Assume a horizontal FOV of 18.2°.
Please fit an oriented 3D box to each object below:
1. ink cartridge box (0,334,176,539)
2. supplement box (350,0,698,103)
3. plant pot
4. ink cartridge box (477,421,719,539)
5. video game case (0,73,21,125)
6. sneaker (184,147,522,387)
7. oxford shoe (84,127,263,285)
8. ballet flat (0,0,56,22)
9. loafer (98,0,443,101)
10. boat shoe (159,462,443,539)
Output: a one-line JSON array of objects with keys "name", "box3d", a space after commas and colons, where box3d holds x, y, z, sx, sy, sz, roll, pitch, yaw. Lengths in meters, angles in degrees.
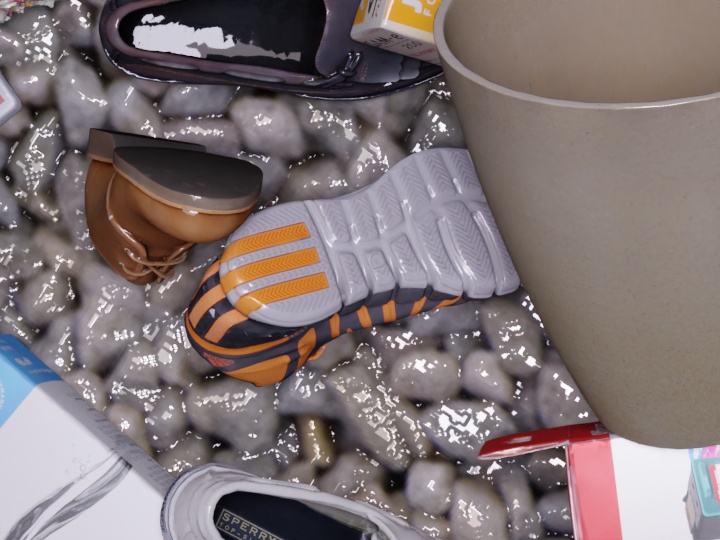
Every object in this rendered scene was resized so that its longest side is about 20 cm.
[{"name": "ink cartridge box", "box3d": [-0.145, 0.140, 1.124, 0.200, 0.068, 0.116, 40, 92, 5]}, {"name": "supplement box", "box3d": [0.109, -0.146, 1.080, 0.198, 0.074, 0.127, 14, 90, -13]}, {"name": "plant pot", "box3d": [0.137, -0.028, 0.989, 0.186, 0.188, 0.201, -8, 120, 5]}, {"name": "ink cartridge box", "box3d": [0.159, 0.102, 1.074, 0.198, 0.116, 0.068, -8, 88, 5]}, {"name": "video game case", "box3d": [-0.295, -0.082, 1.170, 0.199, 0.017, 0.143, -37, 86, 2]}, {"name": "sneaker", "box3d": [0.000, 0.000, 1.115, 0.199, 0.112, 0.078, -9, 72, -29]}, {"name": "oxford shoe", "box3d": [-0.092, -0.025, 1.068, 0.071, 0.200, 0.072, 9, 94, -15]}, {"name": "ballet flat", "box3d": [-0.143, -0.168, 1.127, 0.199, 0.064, 0.076, -25, 99, -2]}, {"name": "loafer", "box3d": [-0.032, -0.118, 1.115, 0.198, 0.063, 0.073, -2, 98, -2]}, {"name": "boat shoe", "box3d": [0.001, 0.145, 1.080, 0.199, 0.066, 0.072, 30, 77, -19]}]
